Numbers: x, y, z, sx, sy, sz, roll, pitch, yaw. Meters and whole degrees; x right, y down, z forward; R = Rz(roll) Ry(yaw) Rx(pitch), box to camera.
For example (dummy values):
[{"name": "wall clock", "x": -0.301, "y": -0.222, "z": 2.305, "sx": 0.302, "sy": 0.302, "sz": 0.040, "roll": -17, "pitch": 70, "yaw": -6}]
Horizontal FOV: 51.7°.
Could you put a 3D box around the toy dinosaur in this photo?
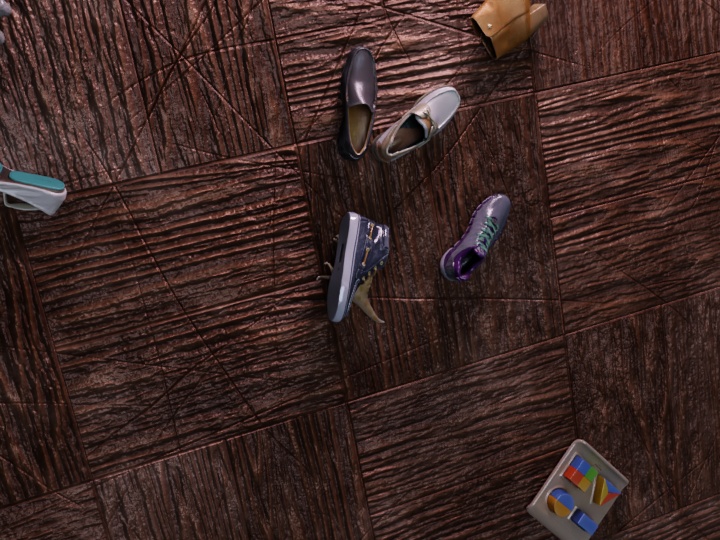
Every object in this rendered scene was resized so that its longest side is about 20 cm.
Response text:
[{"name": "toy dinosaur", "x": -0.018, "y": 0.037, "z": 1.396, "sx": 0.100, "sy": 0.058, "sz": 0.203, "roll": -28, "pitch": 107, "yaw": -11}]

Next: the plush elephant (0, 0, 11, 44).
[{"name": "plush elephant", "x": -0.593, "y": -0.375, "z": 1.109, "sx": 0.163, "sy": 0.156, "sz": 0.200, "roll": 33, "pitch": 50, "yaw": 18}]

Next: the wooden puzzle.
[{"name": "wooden puzzle", "x": 0.487, "y": 0.502, "z": 1.639, "sx": 0.185, "sy": 0.046, "sz": 0.201, "roll": 40, "pitch": 87, "yaw": -19}]

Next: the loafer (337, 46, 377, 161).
[{"name": "loafer", "x": 0.002, "y": -0.298, "z": 1.332, "sx": 0.071, "sy": 0.072, "sz": 0.204, "roll": 0, "pitch": 100, "yaw": -15}]

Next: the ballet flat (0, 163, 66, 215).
[{"name": "ballet flat", "x": -0.580, "y": -0.138, "z": 1.198, "sx": 0.197, "sy": 0.069, "sz": 0.071, "roll": 19, "pitch": 95, "yaw": -20}]

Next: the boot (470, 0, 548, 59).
[{"name": "boot", "x": 0.258, "y": -0.509, "z": 1.370, "sx": 0.143, "sy": 0.071, "sz": 0.203, "roll": -34, "pitch": 113, "yaw": -11}]

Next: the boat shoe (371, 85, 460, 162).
[{"name": "boat shoe", "x": 0.112, "y": -0.267, "z": 1.373, "sx": 0.199, "sy": 0.068, "sz": 0.075, "roll": -42, "pitch": 109, "yaw": -6}]

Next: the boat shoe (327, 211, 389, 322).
[{"name": "boat shoe", "x": 0.000, "y": 0.000, "z": 1.347, "sx": 0.089, "sy": 0.071, "sz": 0.204, "roll": 15, "pitch": 77, "yaw": -21}]

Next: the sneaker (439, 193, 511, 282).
[{"name": "sneaker", "x": 0.239, "y": -0.058, "z": 1.439, "sx": 0.074, "sy": 0.087, "sz": 0.201, "roll": 36, "pitch": 89, "yaw": -19}]
